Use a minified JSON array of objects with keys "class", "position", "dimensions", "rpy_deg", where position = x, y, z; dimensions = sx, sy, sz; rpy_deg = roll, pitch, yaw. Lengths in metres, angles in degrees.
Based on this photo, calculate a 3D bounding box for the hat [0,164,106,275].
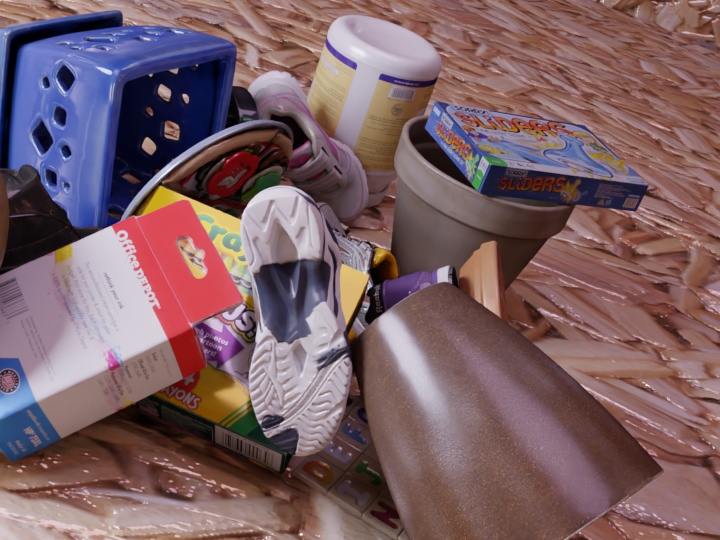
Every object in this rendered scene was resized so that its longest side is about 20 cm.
[{"class":"hat","position":[-0.297,-0.044,0.875],"dimensions":[0.199,0.081,0.201],"rpy_deg":[-10,12,2]}]

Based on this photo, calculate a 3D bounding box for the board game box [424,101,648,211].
[{"class":"board game box","position":[0.182,-0.118,1.093],"dimensions":[0.199,0.035,0.136],"rpy_deg":[4,33,-28]}]

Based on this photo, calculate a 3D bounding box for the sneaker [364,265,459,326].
[{"class":"sneaker","position":[0.051,0.058,0.950],"dimensions":[0.087,0.200,0.076],"rpy_deg":[-6,59,9]}]

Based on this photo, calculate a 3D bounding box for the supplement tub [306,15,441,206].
[{"class":"supplement tub","position":[0.004,-0.195,1.297],"dimensions":[0.145,0.201,0.146],"rpy_deg":[16,29,-9]}]

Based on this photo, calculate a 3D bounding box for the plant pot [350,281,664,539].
[{"class":"plant pot","position":[0.085,0.115,0.771],"dimensions":[0.186,0.187,0.201],"rpy_deg":[-15,64,-47]}]

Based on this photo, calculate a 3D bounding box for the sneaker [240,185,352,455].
[{"class":"sneaker","position":[-0.046,0.031,0.814],"dimensions":[0.079,0.200,0.130],"rpy_deg":[-11,9,7]}]

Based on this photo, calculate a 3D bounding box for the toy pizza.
[{"class":"toy pizza","position":[-0.141,-0.068,1.002],"dimensions":[0.032,0.200,0.200],"rpy_deg":[52,37,12]}]

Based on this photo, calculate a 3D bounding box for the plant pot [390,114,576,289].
[{"class":"plant pot","position":[0.111,-0.047,1.141],"dimensions":[0.199,0.174,0.200],"rpy_deg":[16,29,-9]}]

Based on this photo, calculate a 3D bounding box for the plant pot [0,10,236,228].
[{"class":"plant pot","position":[-0.261,-0.154,1.064],"dimensions":[0.179,0.201,0.200],"rpy_deg":[25,29,20]}]

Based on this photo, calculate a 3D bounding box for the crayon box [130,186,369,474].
[{"class":"crayon box","position":[-0.117,0.045,0.869],"dimensions":[0.199,0.058,0.173],"rpy_deg":[23,62,5]}]

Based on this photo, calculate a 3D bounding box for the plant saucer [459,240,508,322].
[{"class":"plant saucer","position":[0.114,0.075,0.936],"dimensions":[0.037,0.201,0.200],"rpy_deg":[-6,27,10]}]

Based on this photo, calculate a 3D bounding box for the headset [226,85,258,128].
[{"class":"headset","position":[-0.152,-0.151,1.212],"dimensions":[0.093,0.124,0.200],"rpy_deg":[-1,13,-30]}]

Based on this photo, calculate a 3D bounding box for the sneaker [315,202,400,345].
[{"class":"sneaker","position":[0.000,0.000,1.052],"dimensions":[0.078,0.082,0.200],"rpy_deg":[24,27,-48]}]

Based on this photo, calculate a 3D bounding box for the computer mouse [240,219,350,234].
[{"class":"computer mouse","position":[-0.088,-0.033,1.127],"dimensions":[0.109,0.044,0.200],"rpy_deg":[35,26,12]}]

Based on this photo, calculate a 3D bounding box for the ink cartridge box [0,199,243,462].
[{"class":"ink cartridge box","position":[-0.194,0.040,0.786],"dimensions":[0.199,0.067,0.116],"rpy_deg":[-25,60,-13]}]

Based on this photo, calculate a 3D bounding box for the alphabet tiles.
[{"class":"alphabet tiles","position":[0.036,0.166,0.899],"dimensions":[0.199,0.006,0.166],"rpy_deg":[29,30,15]}]

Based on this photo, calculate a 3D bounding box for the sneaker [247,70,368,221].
[{"class":"sneaker","position":[-0.063,-0.127,1.203],"dimensions":[0.200,0.081,0.088],"rpy_deg":[49,20,-22]}]

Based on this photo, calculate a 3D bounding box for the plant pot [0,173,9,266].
[{"class":"plant pot","position":[-0.318,0.002,0.766],"dimensions":[0.027,0.200,0.200],"rpy_deg":[33,13,-45]}]
